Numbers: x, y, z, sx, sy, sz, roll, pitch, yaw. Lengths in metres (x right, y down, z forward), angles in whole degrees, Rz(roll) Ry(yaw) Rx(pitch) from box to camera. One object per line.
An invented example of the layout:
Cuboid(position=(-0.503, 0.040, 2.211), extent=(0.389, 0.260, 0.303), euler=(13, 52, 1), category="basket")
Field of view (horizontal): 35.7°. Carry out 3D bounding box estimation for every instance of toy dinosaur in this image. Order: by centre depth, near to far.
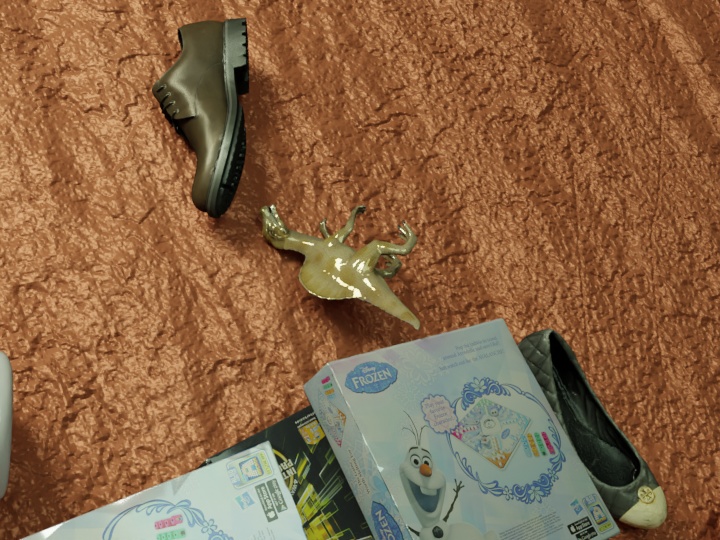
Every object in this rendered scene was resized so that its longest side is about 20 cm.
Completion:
Cuboid(position=(0.000, 0.000, 0.964), extent=(0.200, 0.058, 0.101), euler=(34, 50, 30), category="toy dinosaur")

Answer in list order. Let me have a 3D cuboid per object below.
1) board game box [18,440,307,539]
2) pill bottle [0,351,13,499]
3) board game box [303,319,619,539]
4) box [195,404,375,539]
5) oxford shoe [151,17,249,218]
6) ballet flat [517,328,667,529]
Cuboid(position=(-0.120, 0.247, 0.768), extent=(0.199, 0.043, 0.200), euler=(-19, 75, -16), category="board game box")
Cuboid(position=(-0.338, 0.104, 0.744), extent=(0.200, 0.109, 0.109), euler=(4, 62, -21), category="pill bottle")
Cuboid(position=(0.081, 0.147, 0.866), extent=(0.200, 0.043, 0.199), euler=(-10, 67, -41), category="board game box")
Cuboid(position=(-0.007, 0.180, 0.881), extent=(0.200, 0.049, 0.161), euler=(-24, 78, -32), category="box")
Cuboid(position=(-0.142, -0.134, 0.989), extent=(0.084, 0.073, 0.200), euler=(0, 61, -5), category="oxford shoe")
Cuboid(position=(0.201, 0.142, 0.985), extent=(0.066, 0.057, 0.200), euler=(-30, 78, -32), category="ballet flat")
